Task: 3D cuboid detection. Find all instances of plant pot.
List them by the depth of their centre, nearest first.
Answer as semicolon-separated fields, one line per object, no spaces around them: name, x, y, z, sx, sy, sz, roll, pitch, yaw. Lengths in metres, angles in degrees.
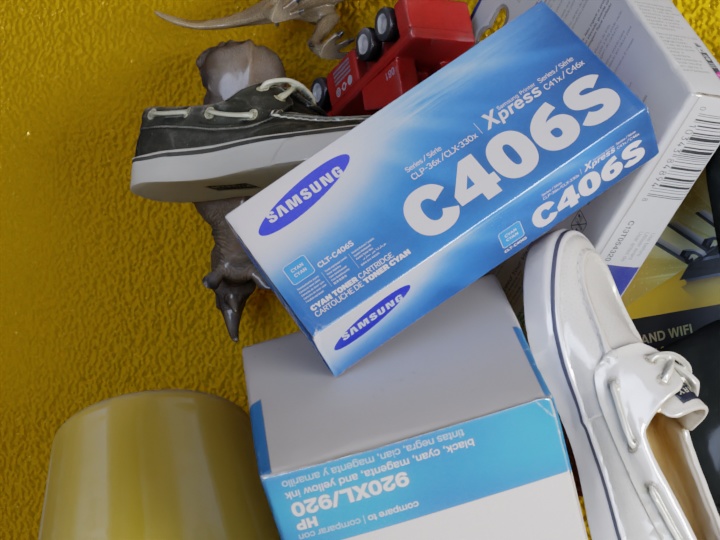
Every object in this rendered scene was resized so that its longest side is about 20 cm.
plant pot;-0.117;0.184;1.076;0.201;0.201;0.189;-26;55;23

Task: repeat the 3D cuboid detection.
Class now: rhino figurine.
rhino figurine;-0.080;-0.054;1.134;0.060;0.087;0.200;3;83;-15

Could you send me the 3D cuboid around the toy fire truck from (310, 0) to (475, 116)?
toy fire truck;0.034;-0.082;1.046;0.200;0.049;0.141;-40;54;54

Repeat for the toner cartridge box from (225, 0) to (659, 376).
toner cartridge box;0.041;-0.043;0.889;0.200;0.043;0.095;-35;54;-5

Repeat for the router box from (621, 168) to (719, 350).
router box;0.225;-0.030;0.988;0.200;0.052;0.157;-15;75;26

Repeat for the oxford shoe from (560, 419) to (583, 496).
oxford shoe;0.080;0.140;1.047;0.200;0.070;0.075;-53;35;14

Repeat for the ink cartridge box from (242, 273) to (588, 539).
ink cartridge box;0.037;0.135;0.911;0.145;0.147;0.200;-17;114;-1

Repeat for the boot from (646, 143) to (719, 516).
boot;0.189;0.036;0.931;0.162;0.073;0.198;-37;66;28

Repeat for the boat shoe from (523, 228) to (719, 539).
boat shoe;0.139;0.068;0.878;0.070;0.071;0.200;-24;72;36

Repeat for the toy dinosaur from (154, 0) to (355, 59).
toy dinosaur;-0.034;-0.176;1.140;0.200;0.058;0.101;-26;30;10

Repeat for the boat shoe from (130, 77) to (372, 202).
boat shoe;-0.057;-0.081;1.039;0.200;0.071;0.064;-2;79;34

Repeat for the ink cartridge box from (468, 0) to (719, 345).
ink cartridge box;0.113;-0.082;0.996;0.196;0.043;0.200;-63;35;35
